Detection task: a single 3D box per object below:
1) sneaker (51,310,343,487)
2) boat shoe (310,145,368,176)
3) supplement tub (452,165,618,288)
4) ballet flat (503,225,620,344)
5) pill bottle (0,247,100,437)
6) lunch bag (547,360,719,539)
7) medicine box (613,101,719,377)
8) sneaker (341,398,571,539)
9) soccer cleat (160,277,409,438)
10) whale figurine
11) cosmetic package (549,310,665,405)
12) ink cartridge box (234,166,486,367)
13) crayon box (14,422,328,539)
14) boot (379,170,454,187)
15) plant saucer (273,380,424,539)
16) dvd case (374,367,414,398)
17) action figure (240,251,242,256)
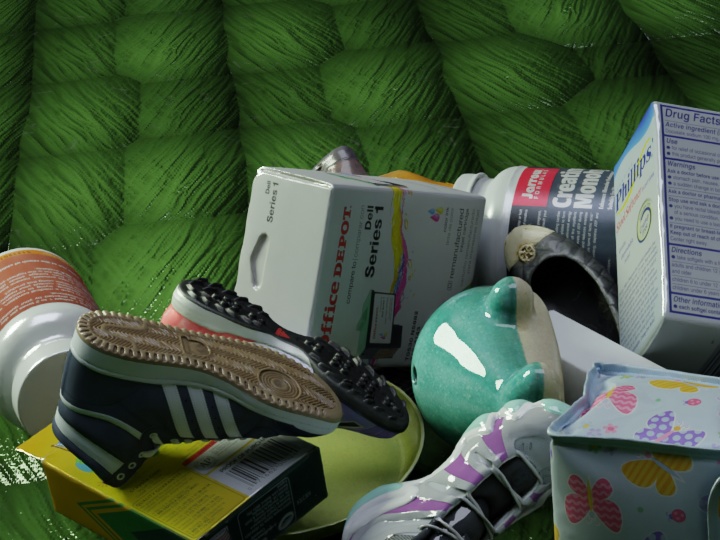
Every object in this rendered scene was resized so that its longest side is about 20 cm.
[{"bbox_3d":[-0.119,0.104,1.489,0.199,0.109,0.070,17,25,-15],"label":"sneaker"},{"bbox_3d":[-0.041,-0.039,1.855,0.071,0.200,0.065,2,62,-24],"label":"boat shoe"},{"bbox_3d":[0.180,-0.016,1.799,0.198,0.141,0.140,3,24,17],"label":"supplement tub"},{"bbox_3d":[0.179,0.035,1.685,0.200,0.067,0.057,52,19,27],"label":"ballet flat"},{"bbox_3d":[-0.257,0.065,1.728,0.111,0.113,0.200,-12,24,-16],"label":"pill bottle"},{"bbox_3d":[0.226,0.162,1.343,0.198,0.171,0.127,7,27,22],"label":"lunch bag"},{"bbox_3d":[0.299,-0.013,1.649,0.181,0.103,0.201,9,58,-10],"label":"medicine box"},{"bbox_3d":[0.068,0.176,1.402,0.200,0.078,0.140,-38,19,23],"label":"sneaker"},{"bbox_3d":[-0.059,0.081,1.572,0.199,0.074,0.068,28,18,2],"label":"soccer cleat"},{"bbox_3d":[0.094,0.084,1.541,0.103,0.161,0.200,-1,13,-6],"label":"whale figurine"},{"bbox_3d":[0.188,0.104,1.596,0.050,0.083,0.200,-17,26,-28],"label":"cosmetic package"},{"bbox_3d":[0.000,0.000,1.689,0.084,0.146,0.199,14,8,39],"label":"ink cartridge box"},{"bbox_3d":[-0.137,0.145,1.528,0.199,0.051,0.127,22,44,39],"label":"crayon box"},{"bbox_3d":[0.094,-0.066,2.001,0.200,0.071,0.144,-29,43,-29],"label":"boot"},{"bbox_3d":[-0.049,0.143,1.582,0.198,0.031,0.201,-7,33,4],"label":"plant saucer"},{"bbox_3d":[-0.052,0.108,1.714,0.148,0.016,0.200,13,29,33],"label":"dvd case"},{"bbox_3d":[-0.103,0.037,1.758,0.130,0.069,0.200,-44,4,2],"label":"action figure"}]
